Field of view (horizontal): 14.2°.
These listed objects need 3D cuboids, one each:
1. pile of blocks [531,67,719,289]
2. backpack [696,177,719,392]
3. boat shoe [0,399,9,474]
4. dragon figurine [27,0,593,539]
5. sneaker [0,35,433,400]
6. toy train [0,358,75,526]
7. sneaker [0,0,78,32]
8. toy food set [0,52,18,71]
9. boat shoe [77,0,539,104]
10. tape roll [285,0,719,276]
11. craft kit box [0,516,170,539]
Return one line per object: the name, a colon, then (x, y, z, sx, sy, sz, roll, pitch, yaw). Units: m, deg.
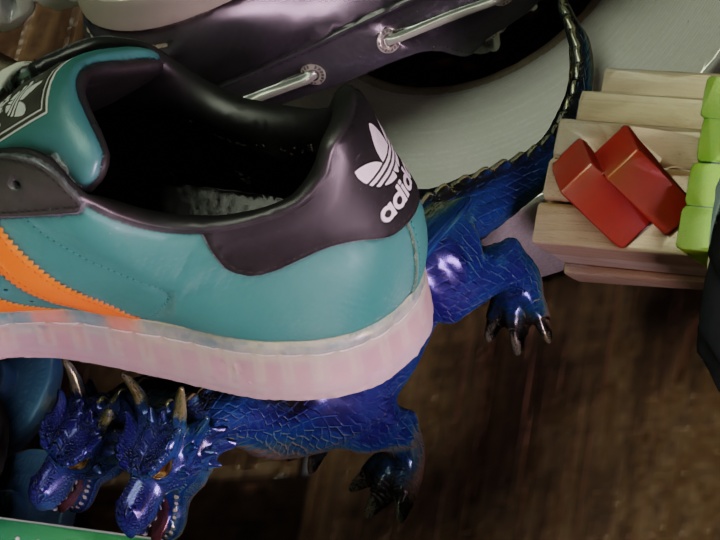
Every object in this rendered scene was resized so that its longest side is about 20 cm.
pile of blocks: (0.123, -0.001, 0.717, 0.200, 0.062, 0.082, 34, 93, 31)
backpack: (0.171, 0.003, 0.613, 0.200, 0.167, 0.127, 26, 32, 4)
boat shoe: (-0.182, 0.082, 0.753, 0.201, 0.063, 0.074, -32, 66, 10)
dragon figurine: (0.000, 0.000, 0.750, 0.059, 0.099, 0.200, 35, 83, 34)
sneaker: (-0.082, -0.021, 0.687, 0.200, 0.080, 0.071, 3, 45, 10)
toy train: (-0.142, 0.081, 0.835, 0.114, 0.087, 0.200, -36, 44, 22)
sneaker: (-0.060, -0.120, 0.858, 0.200, 0.081, 0.075, -6, 55, 9)
toy food set: (-0.148, -0.038, 0.849, 0.143, 0.200, 0.060, 29, 102, 41)
boat shoe: (0.019, -0.092, 0.819, 0.200, 0.063, 0.073, -18, 39, -4)
tape roll: (0.042, -0.089, 0.868, 0.203, 0.037, 0.203, -16, 53, 23)
craft kit box: (-0.023, 0.166, 0.688, 0.197, 0.049, 0.200, 7, 62, 7)
